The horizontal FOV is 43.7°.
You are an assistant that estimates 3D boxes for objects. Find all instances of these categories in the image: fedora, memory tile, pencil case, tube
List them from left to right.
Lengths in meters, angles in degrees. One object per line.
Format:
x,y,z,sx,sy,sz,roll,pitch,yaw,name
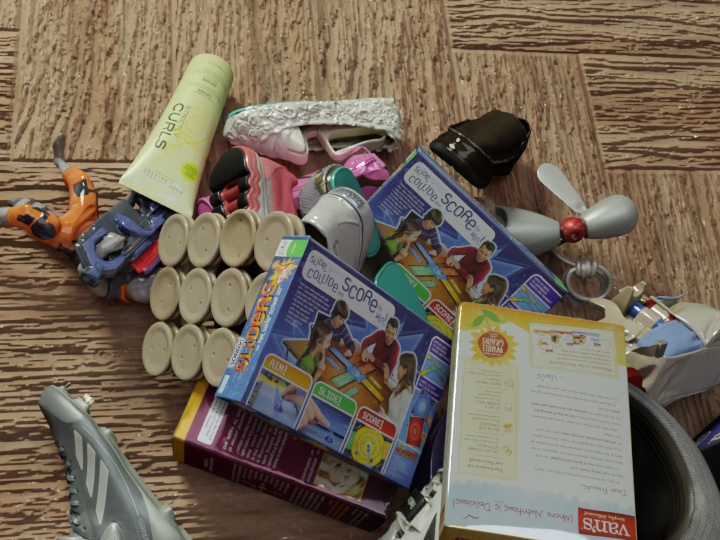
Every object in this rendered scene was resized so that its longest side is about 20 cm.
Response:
-0.180,-0.143,0.931,0.058,0.052,0.200,2,51,16,tube
-0.123,0.023,0.773,0.017,0.200,0.154,11,84,-43,memory tile
-0.062,-0.066,0.915,0.200,0.094,0.091,-23,57,-21,pencil case
0.197,0.185,0.759,0.177,0.090,0.200,-21,60,-22,fedora

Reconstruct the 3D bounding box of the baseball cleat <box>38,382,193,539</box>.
-0.236,0.194,0.777,0.106,0.070,0.200,-39,77,-24,baseball cleat

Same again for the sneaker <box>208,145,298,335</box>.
-0.081,-0.013,0.811,0.087,0.074,0.201,9,72,-43,sneaker

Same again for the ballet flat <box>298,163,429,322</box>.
0.000,0.000,0.833,0.072,0.072,0.201,-31,101,-22,ballet flat

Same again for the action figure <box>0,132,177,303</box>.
-0.252,-0.044,0.891,0.193,0.105,0.200,42,37,2,action figure

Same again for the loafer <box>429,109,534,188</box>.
0.132,-0.139,0.941,0.073,0.071,0.200,41,23,8,loafer

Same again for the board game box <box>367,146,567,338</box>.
0.083,-0.003,0.879,0.200,0.034,0.135,43,102,-7,board game box

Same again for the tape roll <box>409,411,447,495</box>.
0.151,0.203,0.841,0.200,0.085,0.200,5,64,-10,tape roll

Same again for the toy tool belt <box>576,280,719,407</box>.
0.275,0.076,0.905,0.200,0.125,0.123,-10,33,-32,toy tool belt

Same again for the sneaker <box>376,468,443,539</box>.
0.057,0.211,0.737,0.088,0.074,0.200,10,77,6,sneaker

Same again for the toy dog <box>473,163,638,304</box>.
0.180,-0.047,0.958,0.200,0.132,0.096,7,26,-12,toy dog

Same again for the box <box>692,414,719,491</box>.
0.413,0.153,0.883,0.200,0.141,0.079,-32,73,-22,box

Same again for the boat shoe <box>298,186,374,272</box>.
-0.037,0.025,0.782,0.071,0.200,0.070,31,43,21,boat shoe

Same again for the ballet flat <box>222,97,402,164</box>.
-0.046,-0.148,0.968,0.200,0.072,0.072,-9,68,-13,ballet flat

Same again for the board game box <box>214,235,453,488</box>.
-0.009,0.078,0.721,0.200,0.034,0.136,37,68,-38,board game box

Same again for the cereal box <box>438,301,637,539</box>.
0.140,0.125,0.713,0.144,0.040,0.200,9,55,0,cereal box

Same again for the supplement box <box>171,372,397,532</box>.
-0.058,0.149,0.823,0.200,0.086,0.110,21,63,-1,supplement box
